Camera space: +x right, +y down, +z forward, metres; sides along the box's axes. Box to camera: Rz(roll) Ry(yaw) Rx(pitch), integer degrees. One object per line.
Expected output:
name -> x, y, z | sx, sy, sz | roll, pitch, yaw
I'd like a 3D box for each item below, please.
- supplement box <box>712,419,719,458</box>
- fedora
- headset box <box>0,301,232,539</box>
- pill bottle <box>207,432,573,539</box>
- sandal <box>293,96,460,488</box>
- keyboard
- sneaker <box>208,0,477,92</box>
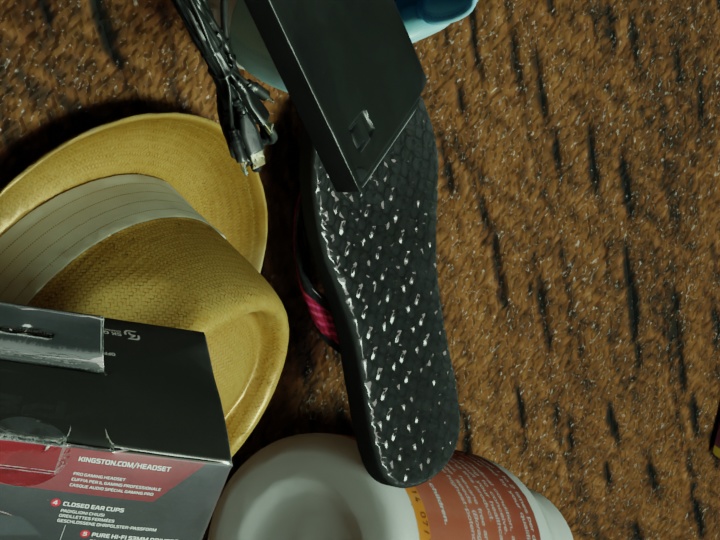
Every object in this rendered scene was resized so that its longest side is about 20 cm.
supplement box -> 0.333, 0.069, 1.623 | 0.200, 0.131, 0.104 | -30, 141, -38
fedora -> -0.091, 0.034, 1.029 | 0.200, 0.082, 0.201 | -35, 143, -31
headset box -> -0.140, 0.093, 0.934 | 0.148, 0.075, 0.200 | 8, 126, -20
pill bottle -> 0.024, 0.140, 1.265 | 0.200, 0.112, 0.112 | 13, 108, -58
sandal -> 0.000, 0.000, 1.141 | 0.075, 0.045, 0.201 | -26, 118, -37
keyboard -> -0.039, -0.113, 0.918 | 0.200, 0.021, 0.127 | 64, 37, -26
sneaker -> 0.030, -0.133, 1.043 | 0.200, 0.082, 0.074 | -45, 149, -19
